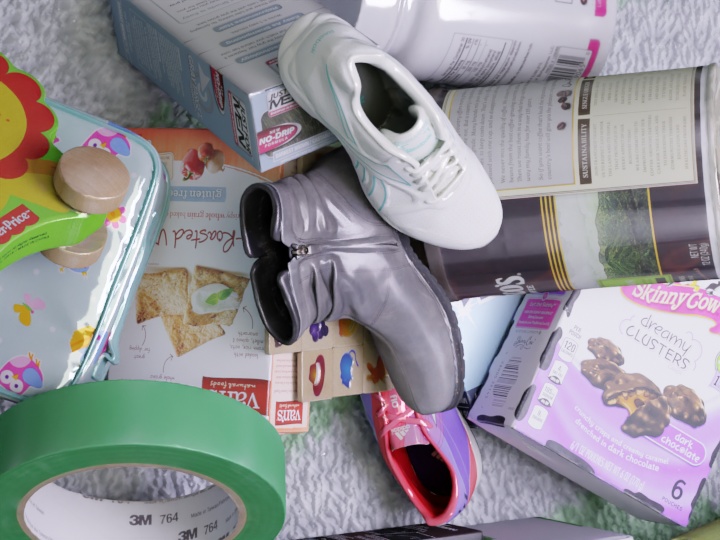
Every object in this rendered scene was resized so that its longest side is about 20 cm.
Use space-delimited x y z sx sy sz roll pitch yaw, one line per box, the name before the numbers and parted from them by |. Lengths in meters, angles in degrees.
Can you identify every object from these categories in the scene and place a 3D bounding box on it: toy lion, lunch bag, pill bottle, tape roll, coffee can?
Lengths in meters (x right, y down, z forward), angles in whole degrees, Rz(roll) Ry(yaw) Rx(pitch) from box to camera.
toy lion | -0.253 -0.062 1.406 0.191 0.069 0.200 38 42 12
lunch bag | -0.215 -0.008 1.510 0.159 0.077 0.201 21 82 2
pill bottle | 0.072 -0.189 1.653 0.199 0.113 0.114 5 88 -26
tape roll | -0.147 0.139 1.505 0.199 0.200 0.048 14 54 -25
coffee can | 0.149 -0.059 1.572 0.198 0.146 0.148 -5 93 14

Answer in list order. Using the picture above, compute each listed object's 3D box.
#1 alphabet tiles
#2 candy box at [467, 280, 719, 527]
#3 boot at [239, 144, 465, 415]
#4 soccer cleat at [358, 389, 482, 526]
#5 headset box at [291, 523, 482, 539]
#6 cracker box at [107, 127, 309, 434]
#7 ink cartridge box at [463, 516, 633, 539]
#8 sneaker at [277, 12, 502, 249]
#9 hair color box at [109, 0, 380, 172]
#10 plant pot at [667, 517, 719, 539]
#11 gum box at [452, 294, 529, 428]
alphabet tiles | 0.000 0.000 1.569 0.199 0.006 0.168 -4 95 -52
candy box | 0.197 0.058 1.688 0.167 0.071 0.201 30 79 -23
boot | -0.012 0.022 1.506 0.131 0.070 0.201 -32 105 -44
soccer cleat | 0.028 0.087 1.647 0.068 0.073 0.201 -20 105 19
headset box | -0.012 0.264 1.636 0.199 0.077 0.150 -5 92 -25
cracker box | -0.099 0.006 1.558 0.058 0.133 0.202 3 89 -59
ink cartridge box | 0.132 0.287 1.666 0.083 0.145 0.202 -4 92 -24
sneaker | 0.028 -0.075 1.444 0.071 0.080 0.200 -50 123 -7
hair color box | -0.077 -0.145 1.533 0.098 0.200 0.061 -23 127 -23
plant pot | 0.287 0.247 1.678 0.189 0.199 0.202 3 89 -49
gum box | 0.114 -0.009 1.712 0.169 0.044 0.201 -24 100 -24
